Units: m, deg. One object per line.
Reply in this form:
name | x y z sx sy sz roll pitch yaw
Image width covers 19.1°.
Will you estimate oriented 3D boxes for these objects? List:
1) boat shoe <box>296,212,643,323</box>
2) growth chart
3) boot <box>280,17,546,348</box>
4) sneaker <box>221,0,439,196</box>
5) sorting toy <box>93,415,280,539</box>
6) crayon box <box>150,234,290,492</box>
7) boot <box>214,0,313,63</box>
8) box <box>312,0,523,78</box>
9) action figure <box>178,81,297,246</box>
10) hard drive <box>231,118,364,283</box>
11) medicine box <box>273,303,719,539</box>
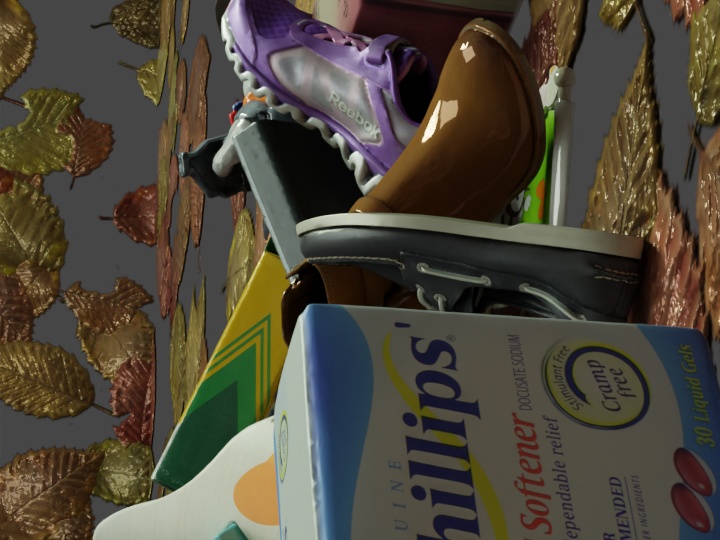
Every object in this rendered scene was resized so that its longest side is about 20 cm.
boat shoe | 0.052 0.004 1.142 0.073 0.198 0.063 4 -89 -64
growth chart | 0.097 -0.042 1.330 0.200 0.018 0.146 142 131 -72
boot | 0.023 -0.042 1.250 0.077 0.155 0.201 45 143 25
sneaker | 0.000 -0.121 1.356 0.080 0.200 0.089 -32 -20 -49
sorting toy | -0.065 0.193 1.294 0.201 0.178 0.107 61 -144 -35
crayon box | -0.059 0.061 1.444 0.201 0.051 0.126 -64 -13 3
boot | -0.030 -0.216 1.624 0.064 0.186 0.201 -16 46 32
box | 0.037 -0.189 1.448 0.201 0.108 0.129 110 161 -54
action figure | -0.025 -0.084 1.641 0.195 0.199 0.105 63 156 3
hard drive | 0.000 0.000 1.383 0.033 0.139 0.202 -30 73 27
medicine box | 0.066 0.120 0.965 0.103 0.198 0.183 106 163 -46
